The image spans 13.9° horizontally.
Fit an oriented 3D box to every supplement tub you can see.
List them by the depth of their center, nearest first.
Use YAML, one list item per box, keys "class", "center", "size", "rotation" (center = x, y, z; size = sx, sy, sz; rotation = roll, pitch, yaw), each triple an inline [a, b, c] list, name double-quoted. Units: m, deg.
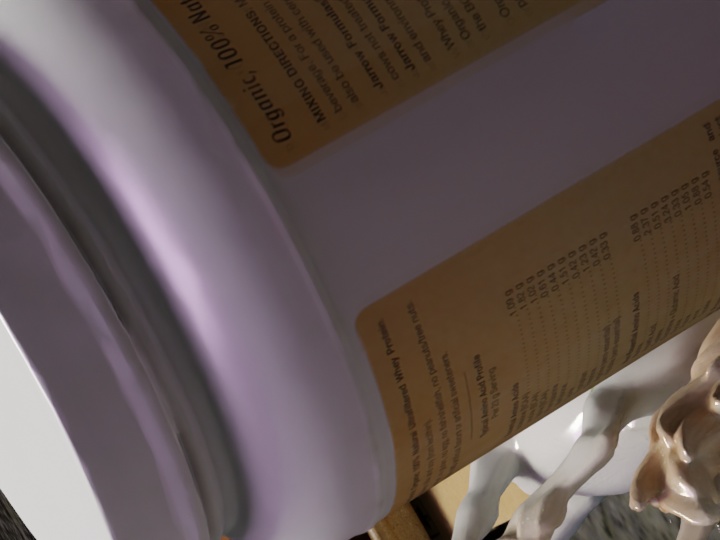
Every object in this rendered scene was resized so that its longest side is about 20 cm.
- class: "supplement tub"
  center: [0.002, -0.030, 0.628]
  size: [0.145, 0.200, 0.145]
  rotation: [52, 162, 24]

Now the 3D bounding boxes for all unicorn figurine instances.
- class: "unicorn figurine"
  center: [0.054, 0.040, 0.786]
  size: [0.074, 0.138, 0.200]
  rotation: [39, 153, -30]

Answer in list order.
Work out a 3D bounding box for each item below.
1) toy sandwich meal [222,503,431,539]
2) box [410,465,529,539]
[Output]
- class: "toy sandwich meal"
  center: [-0.024, 0.096, 1.113]
  size: [0.205, 0.070, 0.205]
  rotation: [58, 174, 10]
- class: "box"
  center: [0.000, 0.000, 1.010]
  size: [0.200, 0.021, 0.163]
  rotation: [59, 164, 4]
